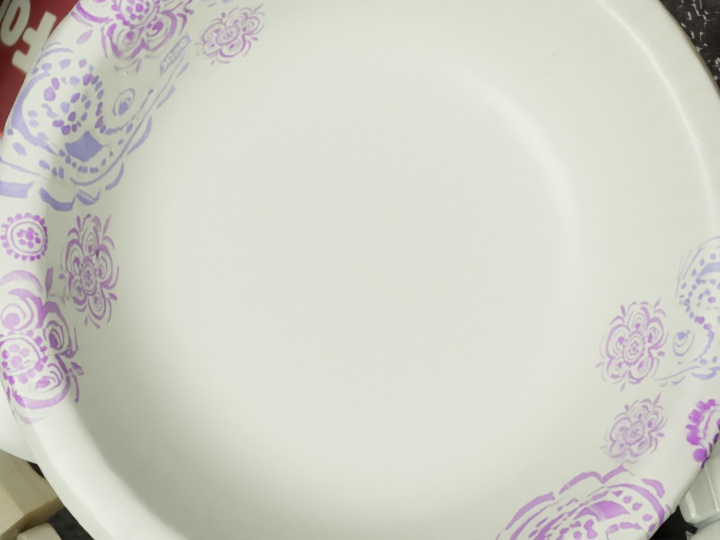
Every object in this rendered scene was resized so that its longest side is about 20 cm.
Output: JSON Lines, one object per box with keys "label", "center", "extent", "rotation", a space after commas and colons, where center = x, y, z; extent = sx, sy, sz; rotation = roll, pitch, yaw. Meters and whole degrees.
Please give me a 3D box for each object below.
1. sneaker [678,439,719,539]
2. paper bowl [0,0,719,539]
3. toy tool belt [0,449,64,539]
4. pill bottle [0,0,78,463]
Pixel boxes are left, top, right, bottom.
{"label": "sneaker", "center": [0.140, 0.070, 0.828], "extent": [0.091, 0.078, 0.201], "rotation": [-17, 88, 14]}
{"label": "paper bowl", "center": [0.000, 0.000, 0.780], "extent": [0.199, 0.104, 0.202], "rotation": [0, 85, -5]}
{"label": "toy tool belt", "center": [-0.134, 0.107, 0.892], "extent": [0.200, 0.123, 0.125], "rotation": [38, 67, 18]}
{"label": "pill bottle", "center": [-0.067, -0.046, 0.886], "extent": [0.114, 0.114, 0.201], "rotation": [30, 101, 19]}
